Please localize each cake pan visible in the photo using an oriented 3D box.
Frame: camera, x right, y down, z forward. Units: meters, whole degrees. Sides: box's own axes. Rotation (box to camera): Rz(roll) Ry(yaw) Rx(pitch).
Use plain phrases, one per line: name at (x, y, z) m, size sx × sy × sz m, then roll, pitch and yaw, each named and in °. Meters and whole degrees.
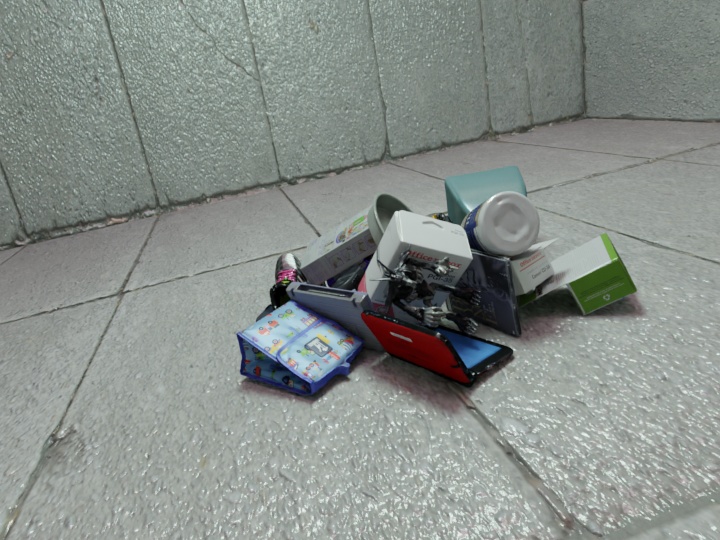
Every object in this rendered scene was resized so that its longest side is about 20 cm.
cake pan at (0.086, -0.070, 1.128) m, size 0.037 × 0.201 × 0.200 m, roll -37°, pitch 5°, yaw 29°

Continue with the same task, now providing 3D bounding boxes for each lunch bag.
lunch bag at (-0.101, 0.151, 0.977) m, size 0.197 × 0.096 × 0.150 m, roll 18°, pitch 31°, yaw 31°

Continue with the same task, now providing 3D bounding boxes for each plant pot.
plant pot at (0.325, -0.122, 1.341) m, size 0.191 × 0.200 × 0.201 m, roll -9°, pitch 27°, yaw 4°

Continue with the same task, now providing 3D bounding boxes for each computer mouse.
computer mouse at (0.000, 0.000, 1.156) m, size 0.058 × 0.034 × 0.200 m, roll -22°, pitch 20°, yaw 41°

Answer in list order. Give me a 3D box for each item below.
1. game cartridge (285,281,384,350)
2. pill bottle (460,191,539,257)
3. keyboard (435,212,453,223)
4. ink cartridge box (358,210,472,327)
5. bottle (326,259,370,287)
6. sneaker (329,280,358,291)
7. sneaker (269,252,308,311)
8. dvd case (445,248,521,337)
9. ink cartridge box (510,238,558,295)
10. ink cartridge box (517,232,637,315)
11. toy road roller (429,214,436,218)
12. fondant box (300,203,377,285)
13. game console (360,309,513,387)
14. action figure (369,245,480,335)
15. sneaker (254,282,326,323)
game cartridge at (-0.044, 0.086, 1.033) m, size 0.197 × 0.131 × 0.039 m, roll 7°, pitch 48°, yaw 40°
pill bottle at (0.251, -0.074, 1.022) m, size 0.108 × 0.114 × 0.200 m, roll -12°, pitch -4°, yaw -5°
keyboard at (0.216, -0.062, 1.240) m, size 0.020 × 0.127 × 0.202 m, roll -30°, pitch 36°, yaw 19°
ink cartridge box at (0.095, 0.004, 1.000) m, size 0.143 × 0.202 × 0.084 m, roll 12°, pitch 43°, yaw -16°
bottle at (0.007, -0.023, 1.274) m, size 0.199 × 0.065 × 0.084 m, roll -43°, pitch 8°, yaw 9°
sneaker at (-0.004, 0.062, 1.167) m, size 0.196 × 0.073 × 0.113 m, roll -5°, pitch 23°, yaw 21°
sneaker at (-0.153, 0.036, 1.151) m, size 0.072 × 0.088 × 0.204 m, roll -7°, pitch 56°, yaw 2°
dvd case at (0.215, 0.030, 1.017) m, size 0.016 × 0.152 × 0.199 m, roll -25°, pitch 23°, yaw -23°
ink cartridge box at (0.293, 0.009, 1.057) m, size 0.115 × 0.069 × 0.199 m, roll -26°, pitch 0°, yaw -37°
ink cartridge box at (0.411, 0.027, 1.051) m, size 0.198 × 0.076 × 0.148 m, roll -32°, pitch 10°, yaw 25°
toy road roller at (0.152, -0.045, 1.304) m, size 0.144 × 0.125 × 0.200 m, roll -31°, pitch 0°, yaw 20°
fondant box at (-0.034, -0.059, 1.214) m, size 0.198 × 0.059 × 0.145 m, roll -31°, pitch 20°, yaw 15°
game console at (0.127, 0.104, 0.913) m, size 0.198 × 0.173 × 0.119 m, roll 13°, pitch 56°, yaw 50°
action figure at (0.117, 0.033, 0.891) m, size 0.197 × 0.121 × 0.101 m, roll 21°, pitch -9°, yaw -27°
sneaker at (-0.161, 0.066, 1.233) m, size 0.198 × 0.081 × 0.078 m, roll -27°, pitch 26°, yaw -36°
